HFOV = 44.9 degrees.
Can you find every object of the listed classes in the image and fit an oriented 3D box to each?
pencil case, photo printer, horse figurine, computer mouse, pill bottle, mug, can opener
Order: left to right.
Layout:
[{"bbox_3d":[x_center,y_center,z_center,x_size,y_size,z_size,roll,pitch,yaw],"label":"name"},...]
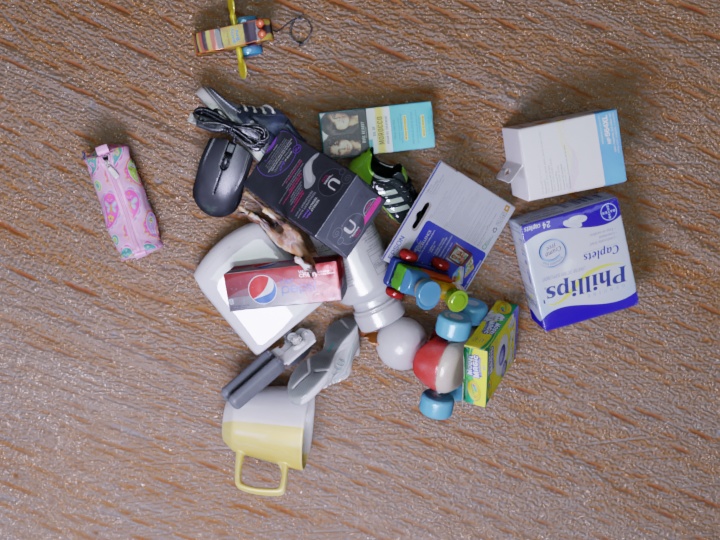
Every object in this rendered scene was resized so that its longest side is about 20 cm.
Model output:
[{"bbox_3d":[-0.410,-0.120,1.510,0.087,0.087,0.202,-17,101,-1],"label":"pencil case"},{"bbox_3d":[-0.242,-0.169,1.490,0.137,0.053,0.201,18,123,-2],"label":"computer mouse"},{"bbox_3d":[-0.186,0.025,1.556,0.166,0.069,0.201,-38,100,3],"label":"photo printer"},{"bbox_3d":[-0.168,0.283,1.554,0.151,0.187,0.151,6,121,4],"label":"mug"},{"bbox_3d":[-0.155,0.175,1.549,0.199,0.052,0.067,-38,132,-23],"label":"can opener"},{"bbox_3d":[-0.140,-0.068,1.443,0.132,0.200,0.050,41,86,-27],"label":"horse figurine"},{"bbox_3d":[0.000,0.000,1.541,0.113,0.114,0.202,-25,100,1],"label":"pill bottle"}]

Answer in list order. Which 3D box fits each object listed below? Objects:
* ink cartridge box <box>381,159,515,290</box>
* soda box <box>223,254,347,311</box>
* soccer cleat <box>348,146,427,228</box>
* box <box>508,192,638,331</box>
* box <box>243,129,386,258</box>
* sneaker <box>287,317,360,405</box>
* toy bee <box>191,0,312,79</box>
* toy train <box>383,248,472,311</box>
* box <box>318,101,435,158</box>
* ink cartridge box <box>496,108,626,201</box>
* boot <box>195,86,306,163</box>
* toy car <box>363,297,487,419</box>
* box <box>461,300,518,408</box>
[{"bbox_3d":[0.151,-0.073,1.539,0.199,0.047,0.199,27,99,-31],"label":"ink cartridge box"},{"bbox_3d":[-0.126,0.020,1.472,0.198,0.063,0.071,-6,101,9],"label":"soda box"},{"bbox_3d":[0.068,-0.136,1.530,0.199,0.068,0.081,35,127,-20],"label":"soccer cleat"},{"bbox_3d":[0.383,-0.017,1.569,0.182,0.105,0.202,-16,101,0],"label":"box"},{"bbox_3d":[-0.077,-0.128,1.448,0.123,0.199,0.106,-55,143,1],"label":"box"},{"bbox_3d":[-0.054,0.174,1.544,0.070,0.200,0.081,8,132,35],"label":"sneaker"},{"bbox_3d":[-0.190,-0.405,1.464,0.199,0.109,0.132,-31,98,2],"label":"toy bee"},{"bbox_3d":[0.147,0.035,1.489,0.198,0.116,0.085,14,103,-31],"label":"toy train"},{"bbox_3d":[0.028,-0.247,1.534,0.198,0.049,0.083,-7,100,-3],"label":"box"},{"bbox_3d":[0.339,-0.201,1.522,0.198,0.129,0.127,-11,100,-2],"label":"ink cartridge box"},{"bbox_3d":[-0.188,-0.263,1.514,0.090,0.073,0.200,-45,108,-3],"label":"boot"},{"bbox_3d":[0.105,0.133,1.573,0.198,0.177,0.186,18,111,21],"label":"toy car"},{"bbox_3d":[0.225,0.149,1.530,0.048,0.200,0.118,12,121,26],"label":"box"}]
